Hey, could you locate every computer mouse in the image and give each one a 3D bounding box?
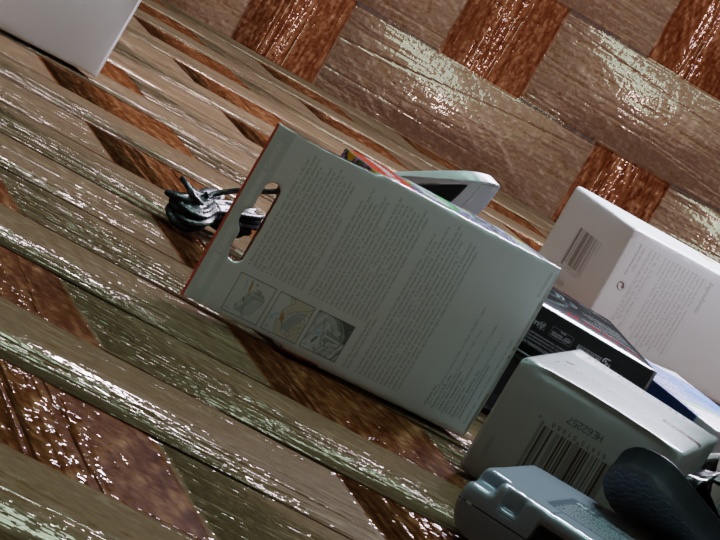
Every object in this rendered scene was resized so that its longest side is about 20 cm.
[{"bbox_3d":[-0.014,-0.035,1.807,0.199,0.044,0.110,-2,-6,11],"label":"computer mouse"}]

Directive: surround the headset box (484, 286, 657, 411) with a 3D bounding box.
[{"bbox_3d":[0.094,0.043,1.852,0.148,0.077,0.200,30,5,-8],"label":"headset box"}]

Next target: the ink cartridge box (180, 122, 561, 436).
[{"bbox_3d":[0.000,0.000,1.587,0.199,0.109,0.050,27,7,-31],"label":"ink cartridge box"}]

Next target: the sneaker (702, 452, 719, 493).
[{"bbox_3d":[0.271,0.161,1.778,0.199,0.074,0.080,31,3,-9],"label":"sneaker"}]

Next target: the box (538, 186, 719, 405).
[{"bbox_3d":[0.276,0.028,2.712,0.199,0.107,0.152,28,6,-23],"label":"box"}]

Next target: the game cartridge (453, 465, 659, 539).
[{"bbox_3d":[0.143,0.156,1.372,0.199,0.041,0.133,33,10,16],"label":"game cartridge"}]

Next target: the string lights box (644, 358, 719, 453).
[{"bbox_3d":[0.209,0.109,1.956,0.102,0.059,0.200,28,7,-30],"label":"string lights box"}]

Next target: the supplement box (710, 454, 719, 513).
[{"bbox_3d":[0.276,0.112,1.700,0.126,0.074,0.201,30,46,-9],"label":"supplement box"}]

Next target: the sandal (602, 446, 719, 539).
[{"bbox_3d":[0.186,0.138,1.467,0.076,0.043,0.200,23,-16,48],"label":"sandal"}]

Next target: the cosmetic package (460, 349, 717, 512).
[{"bbox_3d":[0.127,0.097,1.598,0.101,0.074,0.200,32,7,9],"label":"cosmetic package"}]

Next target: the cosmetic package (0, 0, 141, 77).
[{"bbox_3d":[-0.280,-0.240,2.299,0.199,0.085,0.108,28,7,-33],"label":"cosmetic package"}]
